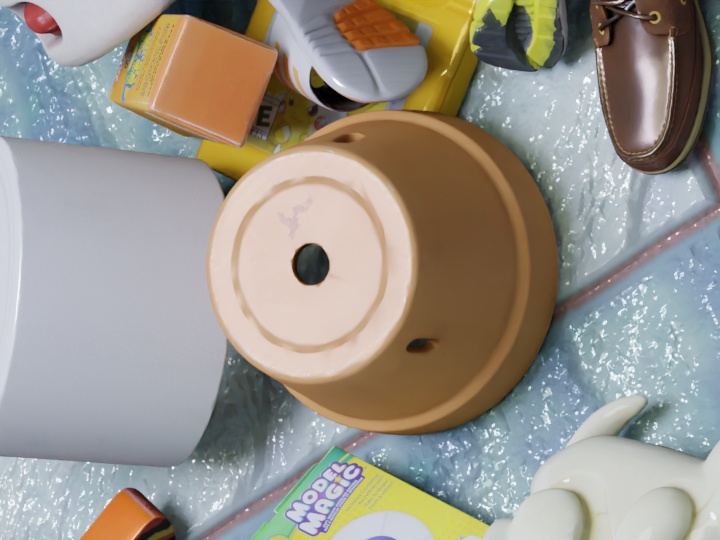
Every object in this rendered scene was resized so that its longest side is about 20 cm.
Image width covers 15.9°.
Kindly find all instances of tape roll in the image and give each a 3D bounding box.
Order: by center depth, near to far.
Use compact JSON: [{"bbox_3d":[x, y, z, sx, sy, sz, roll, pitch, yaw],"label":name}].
[{"bbox_3d":[-0.178,0.021,1.633,0.203,0.139,0.203,-175,90,-67],"label":"tape roll"}]

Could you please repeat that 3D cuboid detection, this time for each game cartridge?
[{"bbox_3d":[-0.007,-0.133,1.650,0.176,0.032,0.200,26,99,38],"label":"game cartridge"}]

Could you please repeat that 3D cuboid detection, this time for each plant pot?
[{"bbox_3d":[0.000,0.000,1.526,0.200,0.140,0.201,-1,89,26],"label":"plant pot"}]

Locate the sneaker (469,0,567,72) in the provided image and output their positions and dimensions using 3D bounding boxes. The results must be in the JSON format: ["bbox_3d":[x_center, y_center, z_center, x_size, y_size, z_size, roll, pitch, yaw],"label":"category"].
[{"bbox_3d":[0.098,-0.201,1.502,0.200,0.074,0.085,107,168,-58],"label":"sneaker"}]

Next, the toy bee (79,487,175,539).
[{"bbox_3d":[-0.197,0.236,1.696,0.200,0.109,0.131,-28,54,3],"label":"toy bee"}]

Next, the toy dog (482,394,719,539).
[{"bbox_3d":[0.189,0.145,1.401,0.200,0.140,0.194,-20,33,35],"label":"toy dog"}]

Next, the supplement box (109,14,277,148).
[{"bbox_3d":[-0.110,-0.122,1.636,0.200,0.069,0.067,-161,92,-78],"label":"supplement box"}]

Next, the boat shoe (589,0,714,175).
[{"bbox_3d":[0.160,-0.157,1.502,0.072,0.067,0.201,-5,78,37],"label":"boat shoe"}]

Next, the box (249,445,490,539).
[{"bbox_3d":[0.008,0.183,1.538,0.200,0.048,0.117,23,63,39],"label":"box"}]

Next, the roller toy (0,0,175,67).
[{"bbox_3d":[-0.172,-0.236,1.679,0.182,0.200,0.140,-34,107,30],"label":"roller toy"}]

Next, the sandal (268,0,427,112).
[{"bbox_3d":[-0.023,-0.143,1.606,0.207,0.079,0.059,-126,42,-49],"label":"sandal"}]
